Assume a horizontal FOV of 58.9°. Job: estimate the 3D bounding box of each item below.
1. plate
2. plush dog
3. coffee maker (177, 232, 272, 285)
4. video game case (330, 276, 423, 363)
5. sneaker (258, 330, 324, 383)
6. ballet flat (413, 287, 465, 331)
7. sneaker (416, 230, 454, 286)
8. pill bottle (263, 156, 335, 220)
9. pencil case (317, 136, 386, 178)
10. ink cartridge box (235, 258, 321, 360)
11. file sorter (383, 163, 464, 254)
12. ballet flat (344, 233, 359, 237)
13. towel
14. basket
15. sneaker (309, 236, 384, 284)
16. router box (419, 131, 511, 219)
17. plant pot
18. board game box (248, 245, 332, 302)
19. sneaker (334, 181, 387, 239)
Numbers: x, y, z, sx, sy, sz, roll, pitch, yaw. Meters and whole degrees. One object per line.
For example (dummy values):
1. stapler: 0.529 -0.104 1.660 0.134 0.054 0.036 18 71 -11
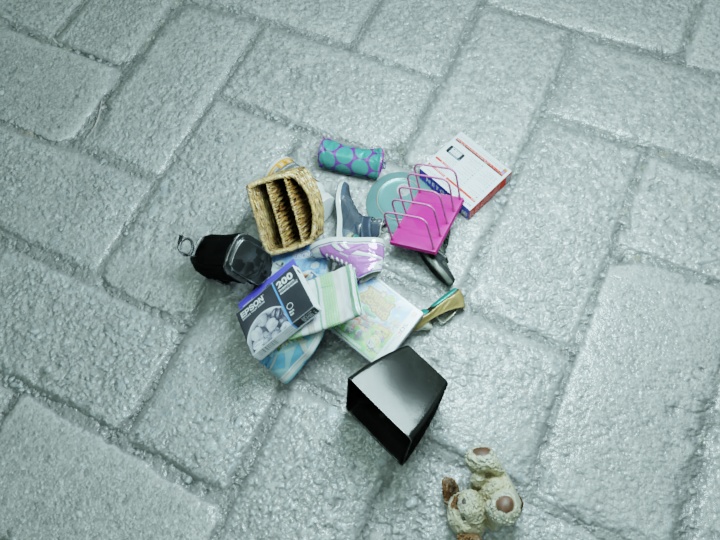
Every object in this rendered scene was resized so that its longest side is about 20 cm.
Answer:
1. plate: 0.112 -0.200 1.816 0.196 0.026 0.204 -2 66 5
2. plush dog: 0.270 0.527 1.435 0.170 0.161 0.201 -31 37 7
3. coffee maker: -0.352 -0.029 1.658 0.189 0.198 0.138 4 88 -38
4. video game case: 0.030 0.120 1.610 0.199 0.022 0.183 37 76 17
5. sneaker: -0.182 0.177 1.590 0.130 0.080 0.201 35 103 -11
6. ballet flat: 0.186 0.118 1.649 0.198 0.069 0.064 -30 96 -5
7. sneaker: 0.216 -0.057 1.714 0.113 0.076 0.201 -31 61 -1
8. pill bottle: -0.172 -0.224 1.806 0.199 0.117 0.116 39 75 20
9. pencil case: -0.026 -0.327 1.854 0.196 0.085 0.094 12 83 11
10. ink cartridge box: -0.214 0.085 1.577 0.197 0.043 0.201 -39 50 7
11. file sorter: 0.166 -0.169 1.680 0.137 0.126 0.202 13 56 29
12. ballet flat: 0.000 0.000 1.710 0.062 0.067 0.203 -24 86 27
13. towel: -0.098 0.076 1.563 0.197 0.031 0.151 -20 54 10
14. basket: -0.186 -0.157 1.675 0.140 0.149 0.204 -5 107 28
15. sneaker: -0.039 -0.023 1.628 0.196 0.073 0.117 -2 73 15
16. router box: 0.296 -0.274 1.814 0.179 0.049 0.200 -41 69 -14
17. plant pot: 0.094 0.302 1.513 0.199 0.201 0.177 40 63 20
18. board game box: -0.179 0.018 1.693 0.196 0.044 0.202 -3 49 17
19. sneaker: 0.004 -0.156 1.771 0.143 0.077 0.207 -7 75 15
